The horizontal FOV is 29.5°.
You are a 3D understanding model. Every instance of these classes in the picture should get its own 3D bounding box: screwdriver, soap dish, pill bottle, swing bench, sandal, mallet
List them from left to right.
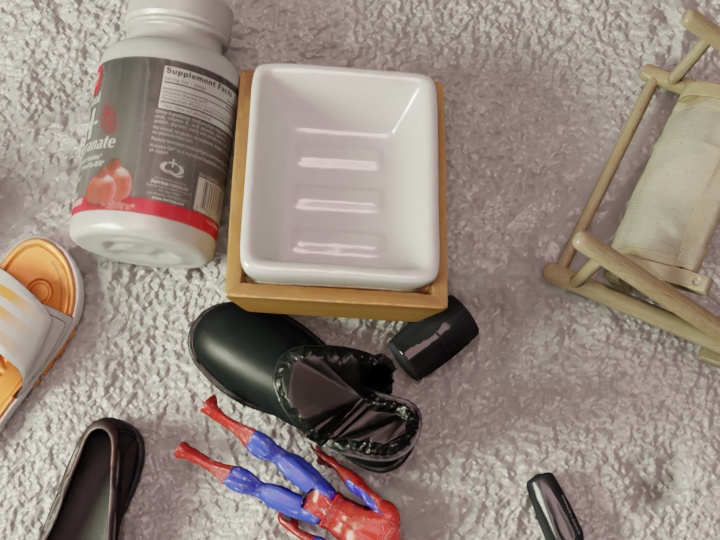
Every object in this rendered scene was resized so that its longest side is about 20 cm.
[{"bbox_3d":[-0.278,0.068,1.030,0.079,0.059,0.207,25,79,7],"label":"sandal"},{"bbox_3d":[-0.151,-0.110,1.041,0.110,0.111,0.201,7,77,3],"label":"pill bottle"},{"bbox_3d":[-0.017,-0.055,1.011,0.156,0.081,0.201,3,59,-4],"label":"soap dish"},{"bbox_3d":[0.000,0.000,1.052,0.200,0.041,0.066,43,78,14],"label":"mallet"},{"bbox_3d":[0.170,0.240,0.990,0.028,0.029,0.201,-23,72,-3],"label":"screwdriver"},{"bbox_3d":[0.273,-0.046,1.008,0.199,0.130,0.200,28,79,2],"label":"swing bench"}]

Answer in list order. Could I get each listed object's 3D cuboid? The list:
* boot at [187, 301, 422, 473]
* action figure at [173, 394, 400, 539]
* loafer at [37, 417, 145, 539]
[{"bbox_3d":[-0.043,0.073,0.967,0.200,0.168,0.077,33,80,9],"label":"boot"},{"bbox_3d":[-0.038,0.166,1.007,0.200,0.052,0.066,32,85,3],"label":"action figure"},{"bbox_3d":[-0.209,0.203,0.995,0.072,0.063,0.201,12,78,5],"label":"loafer"}]
